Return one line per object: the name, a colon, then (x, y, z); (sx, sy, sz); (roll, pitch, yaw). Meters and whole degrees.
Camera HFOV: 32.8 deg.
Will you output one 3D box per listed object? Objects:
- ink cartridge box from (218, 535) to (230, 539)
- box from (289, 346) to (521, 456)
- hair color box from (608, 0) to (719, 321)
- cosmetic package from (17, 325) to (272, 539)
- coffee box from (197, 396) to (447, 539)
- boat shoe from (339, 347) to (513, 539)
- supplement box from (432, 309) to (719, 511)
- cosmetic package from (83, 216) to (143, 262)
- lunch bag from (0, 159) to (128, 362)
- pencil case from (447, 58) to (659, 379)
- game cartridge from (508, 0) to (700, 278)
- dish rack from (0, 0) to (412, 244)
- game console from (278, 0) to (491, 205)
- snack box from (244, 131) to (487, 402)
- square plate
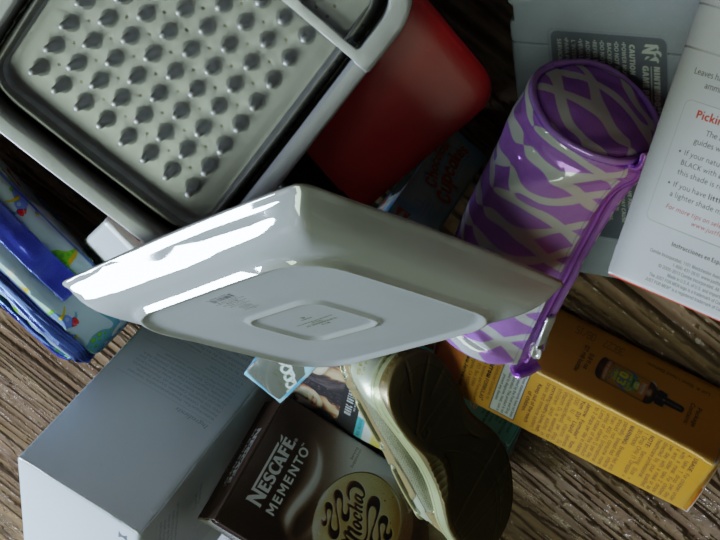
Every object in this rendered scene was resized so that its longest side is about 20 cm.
ink cartridge box: (-0.044, 0.252, 1.110); (0.116, 0.068, 0.200); (44, 139, -7)
box: (0.025, 0.095, 0.935); (0.199, 0.049, 0.083); (26, 137, 13)
hair color box: (0.199, -0.075, 0.568); (0.101, 0.061, 0.202); (26, 107, 33)
cosmetic package: (-0.180, 0.175, 1.038); (0.122, 0.200, 0.200); (26, 137, 12)
coffee box: (-0.015, 0.200, 0.974); (0.199, 0.114, 0.080); (33, 163, -9)
boat shoe: (0.048, 0.125, 0.853); (0.063, 0.073, 0.201); (16, 148, 45)
supplement box: (0.149, 0.080, 0.823); (0.199, 0.067, 0.069); (26, 137, 15)
cosmetic package: (-0.133, -0.015, 0.869); (0.102, 0.074, 0.200); (46, 165, -11)
lunch bag: (-0.268, -0.016, 0.971); (0.200, 0.083, 0.161); (45, 171, -6)
pencil case: (0.101, -0.024, 0.696); (0.086, 0.083, 0.201); (59, 150, 30)
game cartridge: (0.157, -0.080, 0.698); (0.132, 0.042, 0.201); (8, 130, 24)
dish rack: (-0.089, -0.123, 0.625); (0.171, 0.044, 0.200); (37, 106, -9)
game console: (-0.051, -0.127, 0.702); (0.200, 0.119, 0.172); (48, 167, -11)
snack box: (0.000, 0.000, 0.817); (0.037, 0.116, 0.200); (39, 138, -4)
square plate: (-0.026, 0.016, 0.658); (0.197, 0.029, 0.199); (17, 154, -42)
